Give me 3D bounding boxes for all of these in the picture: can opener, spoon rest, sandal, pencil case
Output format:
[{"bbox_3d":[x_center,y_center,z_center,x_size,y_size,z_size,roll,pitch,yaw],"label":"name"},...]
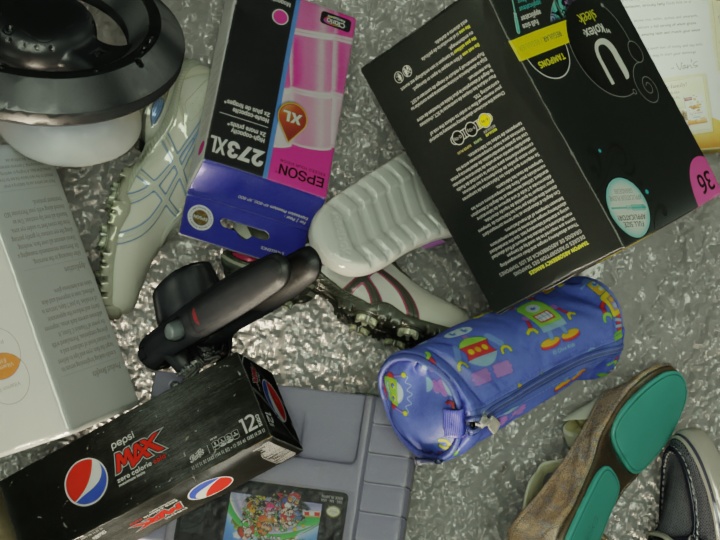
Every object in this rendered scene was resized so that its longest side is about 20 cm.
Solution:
[{"bbox_3d":[-0.097,0.026,1.151,0.063,0.200,0.079,-25,90,-36],"label":"can opener"},{"bbox_3d":[-0.225,-0.141,1.179,0.099,0.061,0.200,-15,55,-27],"label":"spoon rest"},{"bbox_3d":[0.039,-0.045,1.214,0.203,0.050,0.083,-19,71,-35],"label":"sandal"},{"bbox_3d":[0.104,0.067,1.173,0.200,0.087,0.078,-22,128,-40],"label":"pencil case"}]

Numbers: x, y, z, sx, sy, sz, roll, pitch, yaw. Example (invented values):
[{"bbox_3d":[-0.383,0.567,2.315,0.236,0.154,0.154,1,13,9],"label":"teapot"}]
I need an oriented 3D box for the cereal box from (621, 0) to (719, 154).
[{"bbox_3d":[0.241,-0.187,1.260,0.144,0.040,0.200,-4,88,-4],"label":"cereal box"}]

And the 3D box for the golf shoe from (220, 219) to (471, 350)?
[{"bbox_3d":[0.000,0.000,1.218,0.200,0.077,0.088,21,75,-7],"label":"golf shoe"}]

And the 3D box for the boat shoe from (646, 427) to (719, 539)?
[{"bbox_3d":[0.226,0.220,1.224,0.093,0.075,0.200,-9,89,-14],"label":"boat shoe"}]

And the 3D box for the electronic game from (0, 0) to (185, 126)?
[{"bbox_3d":[-0.218,-0.160,1.127,0.200,0.200,0.042,11,129,-4],"label":"electronic game"}]

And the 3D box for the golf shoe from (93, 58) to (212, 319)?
[{"bbox_3d":[-0.134,-0.054,1.209,0.097,0.078,0.200,16,88,-10],"label":"golf shoe"}]

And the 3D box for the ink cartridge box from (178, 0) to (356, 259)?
[{"bbox_3d":[-0.065,-0.106,1.193,0.095,0.037,0.200,17,67,-18],"label":"ink cartridge box"}]

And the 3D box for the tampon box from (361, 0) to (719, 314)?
[{"bbox_3d":[0.130,-0.098,1.171,0.150,0.126,0.200,-26,87,-48],"label":"tampon box"}]

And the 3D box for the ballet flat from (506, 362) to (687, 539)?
[{"bbox_3d":[0.167,0.137,1.220,0.200,0.067,0.068,-48,127,-34],"label":"ballet flat"}]

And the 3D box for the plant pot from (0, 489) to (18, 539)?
[{"bbox_3d":[-0.305,0.241,1.152,0.200,0.134,0.201,0,88,-4],"label":"plant pot"}]

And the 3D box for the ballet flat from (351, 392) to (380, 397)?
[{"bbox_3d":[-0.019,0.184,1.217,0.075,0.068,0.200,15,82,10],"label":"ballet flat"}]

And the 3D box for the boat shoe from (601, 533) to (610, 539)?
[{"bbox_3d":[0.101,0.248,1.216,0.200,0.072,0.076,-33,91,-5],"label":"boat shoe"}]

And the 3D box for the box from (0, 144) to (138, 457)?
[{"bbox_3d":[-0.269,0.031,1.152,0.152,0.106,0.200,-19,90,19],"label":"box"}]

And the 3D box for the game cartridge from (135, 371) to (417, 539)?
[{"bbox_3d":[-0.062,0.146,1.188,0.200,0.038,0.130,5,72,13],"label":"game cartridge"}]

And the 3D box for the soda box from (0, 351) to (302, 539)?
[{"bbox_3d":[-0.146,0.136,1.159,0.200,0.063,0.071,-28,66,9],"label":"soda box"}]
